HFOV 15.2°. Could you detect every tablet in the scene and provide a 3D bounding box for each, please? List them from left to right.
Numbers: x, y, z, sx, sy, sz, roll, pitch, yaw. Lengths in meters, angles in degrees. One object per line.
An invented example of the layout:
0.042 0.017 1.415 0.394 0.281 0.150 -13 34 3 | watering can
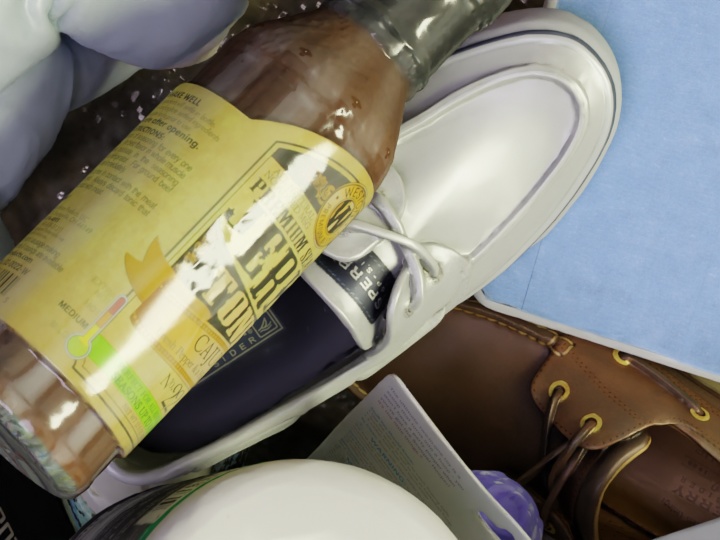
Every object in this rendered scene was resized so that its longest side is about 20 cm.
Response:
0.119 -0.066 0.828 0.129 0.014 0.201 17 105 8 | tablet

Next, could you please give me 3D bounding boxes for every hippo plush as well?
-0.116 -0.034 0.814 0.158 0.200 0.162 6 88 -25 | hippo plush

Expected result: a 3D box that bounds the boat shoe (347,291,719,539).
0.076 0.053 0.871 0.199 0.068 0.072 26 115 4 | boat shoe

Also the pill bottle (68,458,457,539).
-0.040 0.118 0.808 0.112 0.200 0.114 2 82 -16 | pill bottle

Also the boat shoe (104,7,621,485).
0.000 0.000 0.817 0.200 0.065 0.074 -42 103 12 | boat shoe

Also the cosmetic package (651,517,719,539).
0.152 0.150 0.811 0.071 0.102 0.200 -20 147 21 | cosmetic package

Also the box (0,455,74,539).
-0.195 0.138 0.955 0.199 0.086 0.165 -17 106 27 | box

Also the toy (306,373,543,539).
0.027 0.099 0.864 0.115 0.047 0.200 51 152 5 | toy

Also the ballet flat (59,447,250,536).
-0.065 0.030 0.900 0.074 0.074 0.201 22 115 6 | ballet flat

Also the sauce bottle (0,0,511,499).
-0.035 -0.026 0.764 0.065 0.065 0.200 44 77 -5 | sauce bottle
